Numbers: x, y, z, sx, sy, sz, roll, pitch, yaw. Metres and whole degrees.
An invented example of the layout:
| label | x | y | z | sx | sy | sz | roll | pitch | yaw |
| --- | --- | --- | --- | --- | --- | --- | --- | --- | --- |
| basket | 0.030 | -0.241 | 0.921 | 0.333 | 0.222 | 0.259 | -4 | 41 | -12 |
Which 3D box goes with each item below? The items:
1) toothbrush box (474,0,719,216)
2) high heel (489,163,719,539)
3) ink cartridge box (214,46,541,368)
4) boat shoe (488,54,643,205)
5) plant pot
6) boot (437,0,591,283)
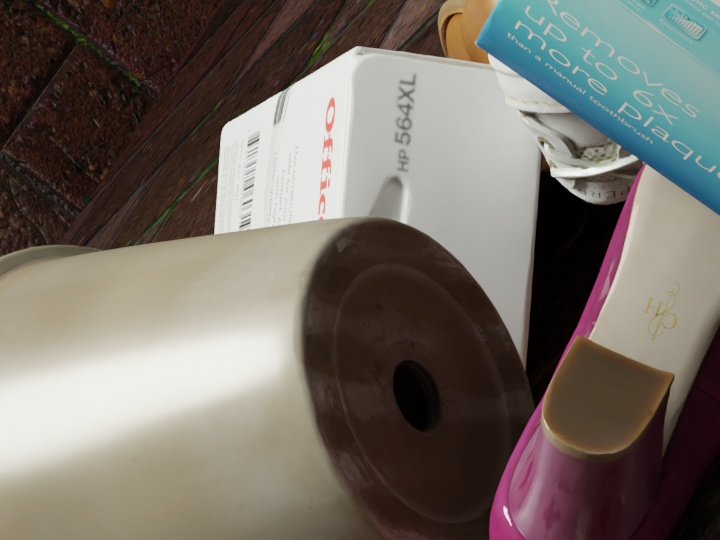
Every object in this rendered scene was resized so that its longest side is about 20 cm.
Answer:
| label | x | y | z | sx | sy | sz | roll | pitch | yaw |
| --- | --- | --- | --- | --- | --- | --- | --- | --- | --- |
| toothbrush box | 0.123 | -0.073 | 0.604 | 0.085 | 0.146 | 0.200 | -55 | 0 | -14 |
| high heel | 0.097 | 0.025 | 0.758 | 0.200 | 0.067 | 0.096 | -44 | -26 | -39 |
| ink cartridge box | 0.000 | 0.000 | 1.010 | 0.200 | 0.084 | 0.147 | 166 | 110 | -72 |
| boat shoe | 0.095 | -0.058 | 0.904 | 0.200 | 0.070 | 0.070 | -12 | -72 | -68 |
| plant pot | -0.041 | 0.067 | 0.808 | 0.173 | 0.200 | 0.200 | -24 | 26 | 35 |
| boot | 0.072 | -0.062 | 1.082 | 0.200 | 0.073 | 0.155 | 73 | -168 | -62 |
